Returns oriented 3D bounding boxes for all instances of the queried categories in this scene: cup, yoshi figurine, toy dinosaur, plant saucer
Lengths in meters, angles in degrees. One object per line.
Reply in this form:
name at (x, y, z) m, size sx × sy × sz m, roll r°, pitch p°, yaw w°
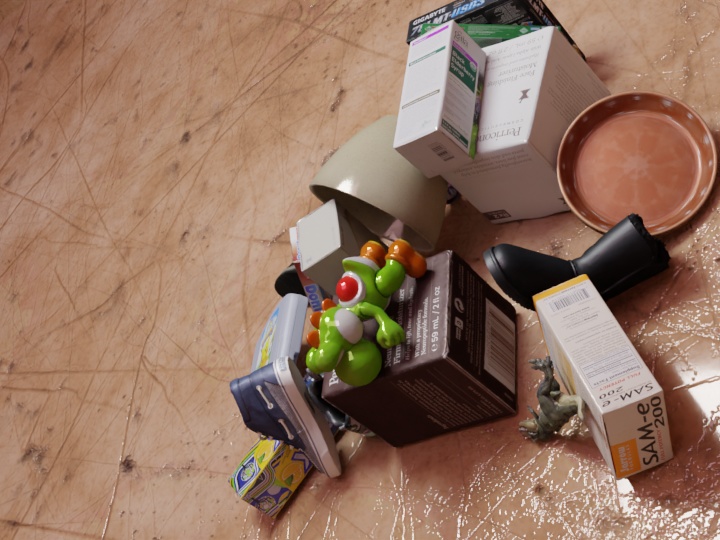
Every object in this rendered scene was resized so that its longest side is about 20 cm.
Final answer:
cup at (0.047, -0.135, 1.539) m, size 0.200 × 0.200 × 0.144 m, roll 19°, pitch 79°, yaw 51°
yoshi figurine at (0.008, 0.063, 1.337) m, size 0.112 × 0.113 × 0.200 m, roll 27°, pitch 60°, yaw 12°
toy dinosaur at (0.223, 0.146, 1.252) m, size 0.047 × 0.200 × 0.088 m, roll -13°, pitch 75°, yaw -10°
plant saucer at (0.353, -0.133, 1.384) m, size 0.199 × 0.032 × 0.201 m, roll -4°, pitch 73°, yaw 15°

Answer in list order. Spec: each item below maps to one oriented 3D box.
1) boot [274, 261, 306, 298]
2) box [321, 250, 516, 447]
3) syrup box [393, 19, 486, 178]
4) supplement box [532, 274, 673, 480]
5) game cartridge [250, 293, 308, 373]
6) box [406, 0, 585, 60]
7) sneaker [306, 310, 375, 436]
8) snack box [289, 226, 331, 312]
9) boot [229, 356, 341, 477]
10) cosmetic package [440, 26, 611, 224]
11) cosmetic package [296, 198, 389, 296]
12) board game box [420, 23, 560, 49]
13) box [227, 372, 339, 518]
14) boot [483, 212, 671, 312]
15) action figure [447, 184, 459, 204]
boot at (-0.049, -0.036, 1.746) m, size 0.203 × 0.073 × 0.154 m, roll -38°, pitch 16°, yaw 48°
box at (0.081, 0.107, 1.414) m, size 0.200 × 0.164 × 0.166 m, roll -22°, pitch 46°, yaw 32°
syrup box at (0.110, -0.234, 1.464) m, size 0.081 × 0.079 × 0.201 m, roll -19°, pitch 48°, yaw 39°
supplement box at (0.276, 0.119, 1.231) m, size 0.073 × 0.126 × 0.200 m, roll -22°, pitch 42°, yaw 0°
game cartridge at (-0.130, 0.123, 1.643) m, size 0.200 × 0.040 × 0.134 m, roll 125°, pitch 161°, yaw -53°
box at (0.204, -0.332, 1.621) m, size 0.199 × 0.198 × 0.050 m, roll -17°, pitch 50°, yaw 36°
sneaker at (-0.036, 0.131, 1.485) m, size 0.078 × 0.140 × 0.201 m, roll -37°, pitch 64°, yaw 24°
snack box at (-0.066, 0.027, 1.608) m, size 0.024 × 0.200 × 0.072 m, roll -13°, pitch 46°, yaw 5°
boot at (-0.101, 0.212, 1.480) m, size 0.090 × 0.201 × 0.073 m, roll -22°, pitch 23°, yaw 7°
cosmetic package at (0.229, -0.199, 1.513) m, size 0.164 × 0.165 × 0.201 m, roll -10°, pitch 53°, yaw 42°
cosmetic package at (0.000, 0.000, 1.554) m, size 0.073 × 0.200 × 0.104 m, roll -30°, pitch 43°, yaw 22°
board game box at (0.193, -0.305, 1.594) m, size 0.199 × 0.135 × 0.029 m, roll 4°, pitch 58°, yaw 11°
box at (-0.099, 0.250, 1.553) m, size 0.200 × 0.070 × 0.064 m, roll -54°, pitch 30°, yaw -4°
boot at (0.265, -0.016, 1.301) m, size 0.168 × 0.200 × 0.077 m, roll -39°, pitch 42°, yaw 23°
action figure at (0.113, -0.174, 1.664) m, size 0.200 × 0.134 × 0.149 m, roll -58°, pitch -9°, yaw 34°
